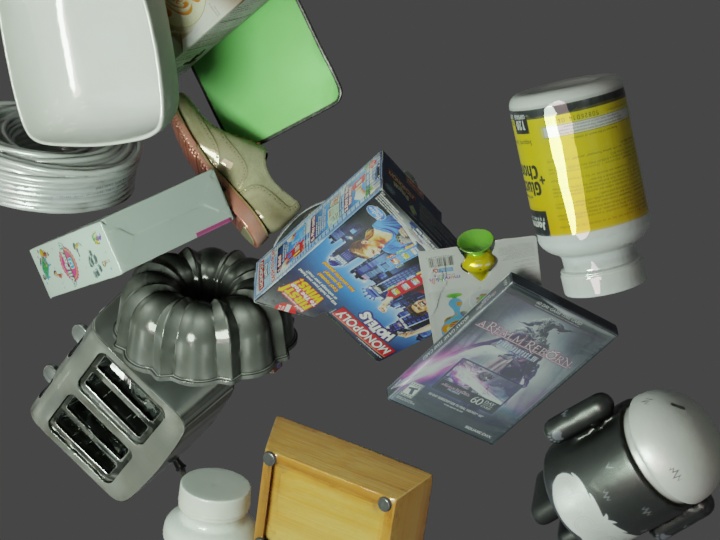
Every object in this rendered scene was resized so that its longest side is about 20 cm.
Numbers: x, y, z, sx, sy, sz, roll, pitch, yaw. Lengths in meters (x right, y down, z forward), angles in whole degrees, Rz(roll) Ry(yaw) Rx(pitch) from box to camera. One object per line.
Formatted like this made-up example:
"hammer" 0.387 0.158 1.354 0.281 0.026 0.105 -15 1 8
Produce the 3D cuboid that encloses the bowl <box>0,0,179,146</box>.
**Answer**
"bowl" -0.272 -0.234 1.644 0.200 0.075 0.200 0 107 32

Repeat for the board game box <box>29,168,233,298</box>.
"board game box" -0.248 -0.037 1.707 0.200 0.147 0.064 -14 101 57

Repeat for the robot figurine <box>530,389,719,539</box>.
"robot figurine" 0.262 0.198 1.567 0.200 0.150 0.125 -36 59 32

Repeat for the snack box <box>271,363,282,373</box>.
"snack box" -0.182 0.068 1.815 0.200 0.024 0.072 7 110 26

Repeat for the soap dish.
"soap dish" -0.026 0.268 1.762 0.200 0.081 0.158 18 113 23

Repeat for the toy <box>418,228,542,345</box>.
"toy" 0.126 0.035 1.591 0.115 0.047 0.200 -8 135 4

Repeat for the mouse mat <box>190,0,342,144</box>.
"mouse mat" -0.119 -0.241 1.698 0.161 0.008 0.200 -24 94 31

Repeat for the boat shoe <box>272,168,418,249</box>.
"boat shoe" -0.027 -0.043 1.675 0.200 0.066 0.070 -26 92 31

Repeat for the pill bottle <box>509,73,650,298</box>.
"pill bottle" 0.214 -0.080 1.510 0.112 0.112 0.200 -8 101 29

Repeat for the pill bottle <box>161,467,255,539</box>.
"pill bottle" -0.178 0.337 1.845 0.111 0.111 0.200 16 112 23

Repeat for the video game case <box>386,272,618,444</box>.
"video game case" 0.142 0.093 1.604 0.143 0.019 0.200 26 127 -28

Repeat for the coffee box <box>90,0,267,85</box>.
"coffee box" -0.173 -0.299 1.658 0.200 0.080 0.114 -35 88 32

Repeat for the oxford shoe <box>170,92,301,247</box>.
"oxford shoe" -0.141 -0.120 1.717 0.074 0.071 0.200 -34 79 -10

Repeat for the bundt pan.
"bundt pan" -0.166 0.038 1.688 0.202 0.202 0.076 16 122 23

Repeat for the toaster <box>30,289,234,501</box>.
"toaster" -0.257 0.145 1.803 0.200 0.119 0.181 44 128 3

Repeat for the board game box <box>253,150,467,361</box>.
"board game box" 0.000 0.000 1.632 0.200 0.062 0.200 -27 128 25

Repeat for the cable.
"cable" -0.341 -0.125 1.738 0.200 0.200 0.069 34 125 37
